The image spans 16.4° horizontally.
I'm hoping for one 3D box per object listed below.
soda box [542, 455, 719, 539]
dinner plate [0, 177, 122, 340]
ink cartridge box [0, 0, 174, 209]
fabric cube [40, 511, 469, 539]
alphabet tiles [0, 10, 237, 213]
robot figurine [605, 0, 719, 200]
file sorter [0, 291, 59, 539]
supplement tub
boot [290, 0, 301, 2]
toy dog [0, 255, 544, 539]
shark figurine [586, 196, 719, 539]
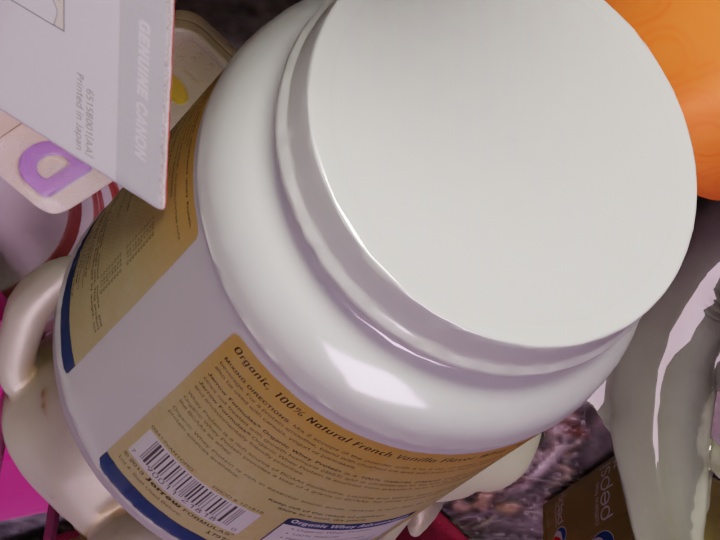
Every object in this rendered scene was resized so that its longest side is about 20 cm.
[{"bbox_3d":[0.176,0.150,1.103,0.199,0.064,0.068,26,136,-25],"label":"soda box"},{"bbox_3d":[-0.182,-0.029,0.941,0.199,0.024,0.201,3,141,2],"label":"dinner plate"},{"bbox_3d":[-0.105,-0.138,0.695,0.173,0.044,0.201,30,137,23],"label":"ink cartridge box"},{"bbox_3d":[-0.039,0.224,1.102,0.199,0.201,0.196,-19,135,24],"label":"fabric cube"},{"bbox_3d":[-0.134,-0.101,0.830,0.195,0.015,0.200,-30,126,25],"label":"alphabet tiles"},{"bbox_3d":[0.147,-0.092,0.768,0.199,0.145,0.116,-21,158,27],"label":"robot figurine"},{"bbox_3d":[-0.195,0.087,0.968,0.138,0.126,0.200,-12,139,18],"label":"file sorter"},{"bbox_3d":[0.000,0.000,0.762,0.144,0.145,0.200,19,152,-19],"label":"supplement tub"},{"bbox_3d":[0.021,-0.167,0.722,0.181,0.073,0.200,-9,136,20],"label":"boot"},{"bbox_3d":[-0.022,0.052,0.953,0.199,0.140,0.195,-19,110,17],"label":"toy dog"},{"bbox_3d":[0.102,0.062,0.904,0.089,0.216,0.128,2,-179,-27],"label":"shark figurine"}]
